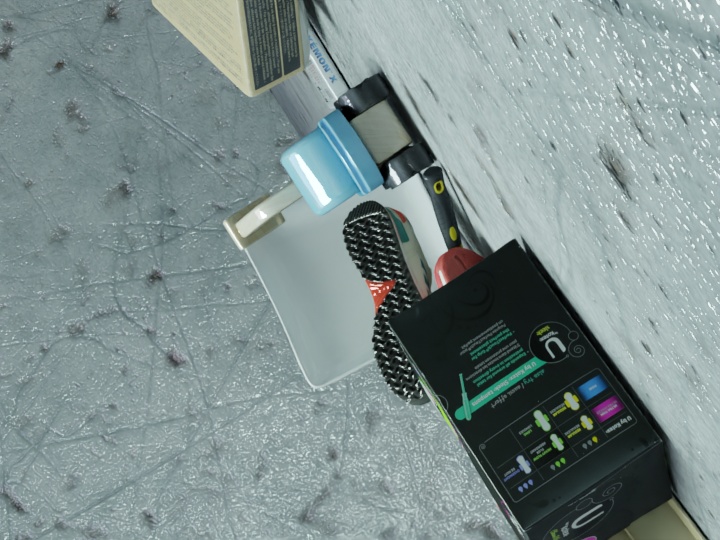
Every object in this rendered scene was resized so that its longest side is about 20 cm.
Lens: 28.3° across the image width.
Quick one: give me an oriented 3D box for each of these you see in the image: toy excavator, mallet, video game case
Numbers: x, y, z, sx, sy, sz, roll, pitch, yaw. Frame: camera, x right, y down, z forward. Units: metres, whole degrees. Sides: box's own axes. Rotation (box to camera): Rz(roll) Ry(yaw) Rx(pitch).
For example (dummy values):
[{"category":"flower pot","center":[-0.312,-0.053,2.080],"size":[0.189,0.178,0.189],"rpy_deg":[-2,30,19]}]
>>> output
[{"category":"toy excavator","center":[-0.045,-0.090,1.375],"size":[0.100,0.199,0.194],"rpy_deg":[58,178,-3]},{"category":"mallet","center":[0.099,-0.023,1.357],"size":[0.041,0.065,0.201],"rpy_deg":[51,159,46]},{"category":"video game case","center":[-0.070,-0.280,1.747],"size":[0.183,0.022,0.200],"rpy_deg":[58,179,-8]}]

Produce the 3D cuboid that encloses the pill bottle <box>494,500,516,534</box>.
[{"category":"pill bottle","center":[0.228,0.280,1.704],"size":[0.111,0.110,0.200],"rpy_deg":[58,178,-9]}]

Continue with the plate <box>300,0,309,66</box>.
[{"category":"plate","center":[-0.110,-0.330,1.537],"size":[0.200,0.032,0.200],"rpy_deg":[58,178,10]}]

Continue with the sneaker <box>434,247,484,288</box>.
[{"category":"sneaker","center":[0.105,0.079,1.360],"size":[0.115,0.078,0.201],"rpy_deg":[-23,102,46]}]

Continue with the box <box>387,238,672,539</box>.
[{"category":"box","center":[0.132,0.109,1.105],"size":[0.201,0.124,0.149],"rpy_deg":[56,178,28]}]

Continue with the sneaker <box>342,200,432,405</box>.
[{"category":"sneaker","center":[0.050,0.030,1.378],"size":[0.093,0.070,0.201],"rpy_deg":[4,-115,-59]}]

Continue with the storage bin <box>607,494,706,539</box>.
[{"category":"storage bin","center":[0.249,0.271,1.188],"size":[0.199,0.093,0.200],"rpy_deg":[57,178,39]}]

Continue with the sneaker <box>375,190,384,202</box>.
[{"category":"sneaker","center":[0.027,-0.072,1.563],"size":[0.201,0.070,0.090],"rpy_deg":[60,165,5]}]

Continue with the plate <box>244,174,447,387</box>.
[{"category":"plate","center":[0.000,0.000,1.466],"size":[0.200,0.199,0.032],"rpy_deg":[62,172,22]}]

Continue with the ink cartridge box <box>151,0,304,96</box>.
[{"category":"ink cartridge box","center":[-0.142,-0.296,1.418],"size":[0.200,0.075,0.165],"rpy_deg":[46,153,34]}]
